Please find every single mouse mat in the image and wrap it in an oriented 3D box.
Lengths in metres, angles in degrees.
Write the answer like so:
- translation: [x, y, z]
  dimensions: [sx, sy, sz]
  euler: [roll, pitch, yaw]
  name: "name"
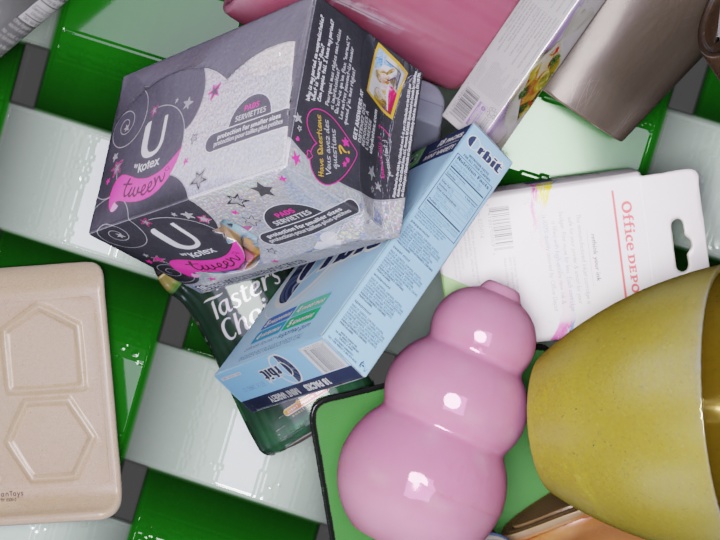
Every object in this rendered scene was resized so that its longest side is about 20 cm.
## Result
- translation: [0.066, 0.151, 1.308]
  dimensions: [0.198, 0.008, 0.163]
  euler: [-13, 106, -14]
  name: "mouse mat"

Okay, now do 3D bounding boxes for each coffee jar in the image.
- translation: [-0.080, 0.032, 1.313]
  dimensions: [0.104, 0.085, 0.201]
  euler: [-31, 91, 3]
  name: "coffee jar"

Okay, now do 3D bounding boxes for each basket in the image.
- translation: [0.200, -0.209, 1.250]
  dimensions: [0.179, 0.136, 0.201]
  euler: [33, 100, -10]
  name: "basket"

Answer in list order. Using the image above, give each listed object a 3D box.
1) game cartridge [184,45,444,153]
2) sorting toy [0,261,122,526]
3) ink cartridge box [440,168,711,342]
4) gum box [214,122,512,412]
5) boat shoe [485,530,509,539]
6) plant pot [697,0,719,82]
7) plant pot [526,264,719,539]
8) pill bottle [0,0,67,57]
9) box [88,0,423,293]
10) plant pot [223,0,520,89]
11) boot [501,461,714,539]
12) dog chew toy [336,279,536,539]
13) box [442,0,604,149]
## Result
- translation: [-0.037, -0.114, 1.276]
  dimensions: [0.198, 0.133, 0.041]
  euler: [10, 70, 3]
  name: "game cartridge"
- translation: [-0.284, 0.099, 1.365]
  dimensions: [0.183, 0.036, 0.203]
  euler: [-4, 90, 5]
  name: "sorting toy"
- translation: [0.159, -0.011, 1.299]
  dimensions: [0.198, 0.067, 0.119]
  euler: [-7, 95, 6]
  name: "ink cartridge box"
- translation: [0.000, 0.000, 1.206]
  dimensions: [0.045, 0.170, 0.201]
  euler: [44, 62, -13]
  name: "gum box"
- translation: [0.117, 0.267, 1.318]
  dimensions: [0.072, 0.072, 0.202]
  euler: [-22, 119, -5]
  name: "boat shoe"
- translation: [0.336, -0.137, 1.185]
  dimensions: [0.199, 0.187, 0.188]
  euler: [30, 97, -19]
  name: "plant pot"
- translation: [0.200, 0.102, 1.212]
  dimensions: [0.141, 0.200, 0.202]
  euler: [-6, 95, 27]
  name: "plant pot"
- translation: [-0.276, -0.231, 1.294]
  dimensions: [0.199, 0.114, 0.114]
  euler: [-39, 91, 7]
  name: "pill bottle"
- translation: [-0.073, -0.079, 1.164]
  dimensions: [0.199, 0.114, 0.133]
  euler: [-15, 56, 42]
  name: "box"
- translation: [0.022, -0.229, 1.241]
  dimensions: [0.178, 0.200, 0.201]
  euler: [29, 97, -14]
  name: "plant pot"
- translation: [0.217, 0.231, 1.313]
  dimensions: [0.198, 0.077, 0.157]
  euler: [-16, 99, -9]
  name: "boot"
- translation: [0.063, 0.103, 1.234]
  dimensions: [0.123, 0.125, 0.202]
  euler: [23, 87, 2]
  name: "dog chew toy"
- translation: [0.131, -0.174, 1.191]
  dimensions: [0.041, 0.039, 0.201]
  euler: [42, 109, 24]
  name: "box"
